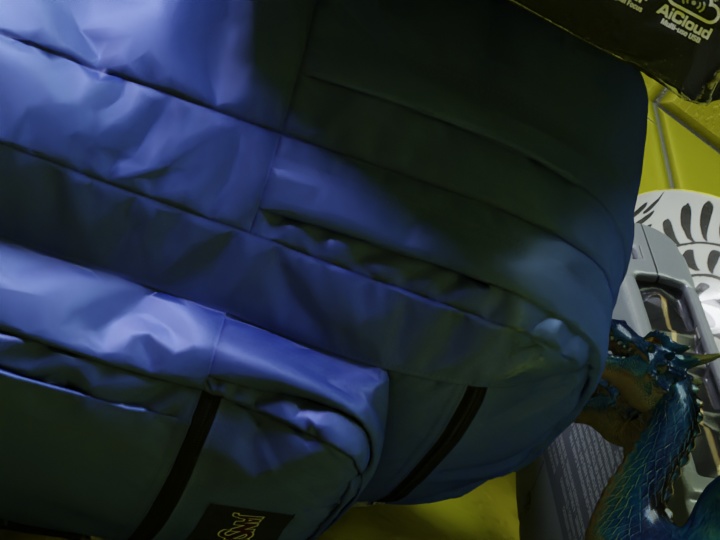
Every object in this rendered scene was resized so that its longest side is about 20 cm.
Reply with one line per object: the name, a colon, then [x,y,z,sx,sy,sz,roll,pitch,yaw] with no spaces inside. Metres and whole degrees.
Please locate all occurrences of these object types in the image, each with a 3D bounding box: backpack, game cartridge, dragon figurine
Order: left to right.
backpack: [-0.028,-0.002,0.661,0.199,0.168,0.163,14,-22,-11]
game cartridge: [0.099,0.089,0.867,0.040,0.134,0.200,15,31,-14]
dragon figurine: [0.118,0.098,0.711,0.200,0.099,0.059,39,-14,29]

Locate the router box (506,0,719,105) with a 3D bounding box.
router box: [0.059,-0.110,0.633,0.150,0.062,0.200,31,16,12]

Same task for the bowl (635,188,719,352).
bowl: [0.129,0.074,1.012,0.094,0.201,0.201,-25,56,-32]
